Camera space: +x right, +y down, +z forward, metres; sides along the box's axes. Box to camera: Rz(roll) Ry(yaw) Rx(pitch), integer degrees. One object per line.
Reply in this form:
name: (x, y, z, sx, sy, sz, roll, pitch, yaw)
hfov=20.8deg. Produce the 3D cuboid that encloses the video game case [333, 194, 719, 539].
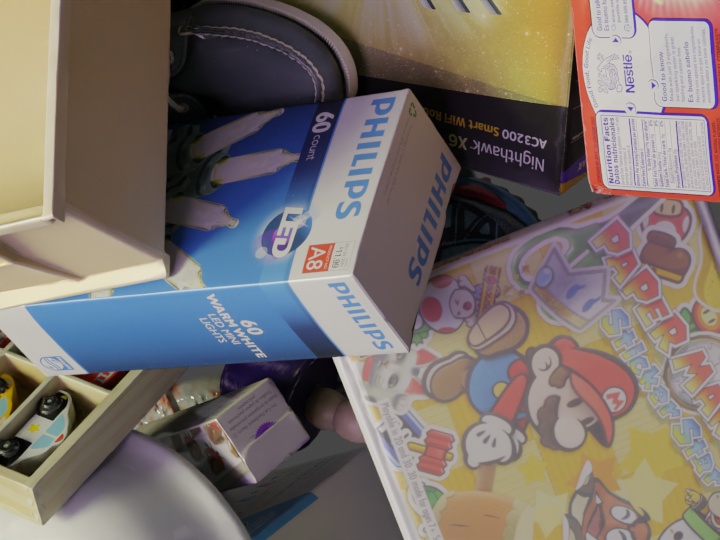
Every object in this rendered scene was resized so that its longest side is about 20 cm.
video game case: (0.099, 0.078, 0.888, 0.181, 0.023, 0.201, -21, 100, 2)

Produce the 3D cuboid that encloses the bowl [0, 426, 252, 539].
bowl: (-0.140, 0.183, 0.966, 0.200, 0.090, 0.203, 12, 111, 34)

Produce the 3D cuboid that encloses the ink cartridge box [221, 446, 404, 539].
ink cartridge box: (-0.075, 0.195, 1.065, 0.199, 0.128, 0.126, -18, 99, 39)

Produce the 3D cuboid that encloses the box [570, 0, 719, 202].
box: (0.144, -0.135, 0.774, 0.099, 0.095, 0.202, 5, 114, 33)

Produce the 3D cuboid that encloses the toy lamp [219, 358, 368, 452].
toy lamp: (0.017, 0.086, 0.996, 0.199, 0.058, 0.059, 22, 123, 26)

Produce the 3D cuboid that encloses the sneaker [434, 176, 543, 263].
sneaker: (0.000, 0.000, 0.941, 0.199, 0.095, 0.080, 11, 118, 31)

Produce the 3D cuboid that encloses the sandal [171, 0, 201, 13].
sandal: (-0.112, -0.186, 0.954, 0.048, 0.075, 0.202, 21, 128, 59)

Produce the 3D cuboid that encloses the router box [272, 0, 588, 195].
router box: (0.022, -0.138, 0.888, 0.199, 0.052, 0.159, 18, 121, 28)

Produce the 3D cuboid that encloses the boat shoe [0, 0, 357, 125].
boat shoe: (-0.097, -0.087, 0.916, 0.198, 0.062, 0.073, 8, 124, 28)

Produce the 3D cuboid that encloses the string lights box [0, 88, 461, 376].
string lights box: (-0.062, -0.014, 0.881, 0.199, 0.103, 0.059, -6, 141, 31)

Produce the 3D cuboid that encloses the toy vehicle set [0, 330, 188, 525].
toy vehicle set: (-0.150, 0.035, 0.998, 0.123, 0.200, 0.027, 17, 136, 27)

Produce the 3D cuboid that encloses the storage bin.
storage bin: (-0.184, -0.089, 0.869, 0.197, 0.094, 0.202, -10, 70, 27)

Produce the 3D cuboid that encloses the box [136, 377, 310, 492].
box: (-0.089, 0.096, 1.040, 0.039, 0.041, 0.200, 57, 152, -5)
